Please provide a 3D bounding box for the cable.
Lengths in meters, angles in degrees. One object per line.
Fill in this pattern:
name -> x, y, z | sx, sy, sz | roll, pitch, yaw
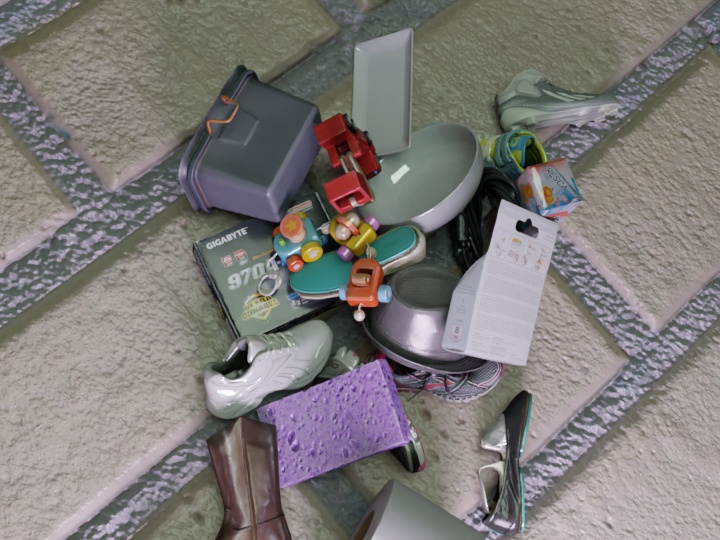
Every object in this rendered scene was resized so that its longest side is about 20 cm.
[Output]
cable -> 0.186, -0.041, 1.511 | 0.050, 0.163, 0.203 | 5, 66, -23

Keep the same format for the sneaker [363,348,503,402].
sneaker -> 0.106, 0.139, 1.484 | 0.197, 0.075, 0.082 | 0, 72, -12

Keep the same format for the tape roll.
tape roll -> 0.048, 0.382, 1.325 | 0.138, 0.203, 0.204 | 30, 69, 0

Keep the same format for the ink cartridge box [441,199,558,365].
ink cartridge box -> 0.188, 0.019, 1.417 | 0.162, 0.057, 0.203 | 16, 83, -51

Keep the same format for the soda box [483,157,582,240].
soda box -> 0.242, -0.086, 1.517 | 0.063, 0.200, 0.069 | -14, 76, -16

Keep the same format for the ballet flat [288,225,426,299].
ballet flat -> 0.000, 0.000, 1.462 | 0.198, 0.062, 0.068 | -19, 61, 9

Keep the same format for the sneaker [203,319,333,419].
sneaker -> -0.122, 0.117, 1.424 | 0.199, 0.100, 0.078 | -32, 51, -20

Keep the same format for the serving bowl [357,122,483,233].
serving bowl -> 0.095, -0.119, 1.529 | 0.201, 0.199, 0.066 | -54, 128, -21

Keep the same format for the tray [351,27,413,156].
tray -> 0.036, -0.262, 1.608 | 0.106, 0.022, 0.203 | -9, 68, 30

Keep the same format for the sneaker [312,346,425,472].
sneaker -> 0.006, 0.204, 1.445 | 0.087, 0.074, 0.200 | -36, 78, -18

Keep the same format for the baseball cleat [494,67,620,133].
baseball cleat -> 0.307, -0.273, 1.663 | 0.197, 0.070, 0.108 | -10, 74, -15

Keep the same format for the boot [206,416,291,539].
boot -> -0.182, 0.296, 1.367 | 0.184, 0.064, 0.203 | -7, 83, -26

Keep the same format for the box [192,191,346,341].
box -> -0.116, -0.001, 1.501 | 0.198, 0.046, 0.160 | -23, 78, -18

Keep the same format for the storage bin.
storage bin -> -0.142, -0.172, 1.479 | 0.133, 0.146, 0.202 | 18, 66, 17

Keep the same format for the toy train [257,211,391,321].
toy train -> -0.048, -0.018, 1.418 | 0.197, 0.056, 0.152 | 6, 64, 23

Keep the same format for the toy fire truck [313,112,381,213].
toy fire truck -> -0.010, -0.140, 1.475 | 0.048, 0.200, 0.143 | -24, 75, 14

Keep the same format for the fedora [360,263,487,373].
fedora -> 0.099, 0.054, 1.455 | 0.197, 0.091, 0.178 | 5, 37, -25

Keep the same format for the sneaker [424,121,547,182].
sneaker -> 0.191, -0.184, 1.578 | 0.198, 0.131, 0.080 | 26, 69, -1

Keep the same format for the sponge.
sponge -> -0.036, 0.202, 1.396 | 0.198, 0.030, 0.113 | -24, 74, 24

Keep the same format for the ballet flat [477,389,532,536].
ballet flat -> 0.198, 0.261, 1.468 | 0.067, 0.068, 0.203 | 7, 70, 0
